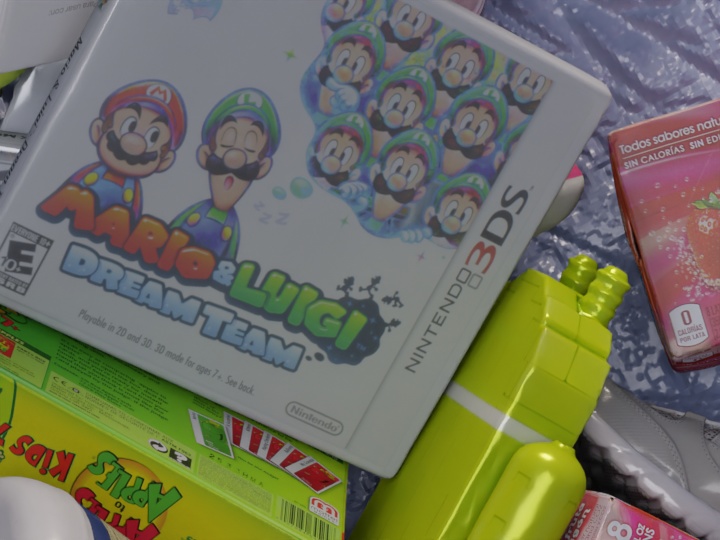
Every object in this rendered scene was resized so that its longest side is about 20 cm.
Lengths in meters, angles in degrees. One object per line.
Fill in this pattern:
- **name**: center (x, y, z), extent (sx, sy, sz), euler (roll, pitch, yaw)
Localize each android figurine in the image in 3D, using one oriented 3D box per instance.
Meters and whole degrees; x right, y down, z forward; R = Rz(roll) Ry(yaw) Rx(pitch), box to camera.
- **android figurine**: center (0.044, 0.082, 1.101), extent (0.041, 0.182, 0.201), euler (30, 88, -11)

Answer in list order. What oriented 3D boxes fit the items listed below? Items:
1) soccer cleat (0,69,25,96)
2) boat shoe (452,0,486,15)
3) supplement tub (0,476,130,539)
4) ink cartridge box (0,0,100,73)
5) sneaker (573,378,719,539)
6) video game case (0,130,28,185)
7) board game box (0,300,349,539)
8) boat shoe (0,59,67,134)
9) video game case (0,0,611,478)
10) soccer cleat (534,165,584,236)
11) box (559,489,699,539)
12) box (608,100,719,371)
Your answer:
- **soccer cleat**: center (-0.206, -0.125, 1.159), extent (0.200, 0.084, 0.065), euler (28, 71, 41)
- **boat shoe**: center (-0.047, -0.116, 1.187), extent (0.198, 0.065, 0.074), euler (-12, 83, 6)
- **supplement tub**: center (-0.089, 0.183, 1.010), extent (0.200, 0.144, 0.145), euler (40, 90, -27)
- **ink cartridge box**: center (-0.136, -0.196, 1.055), extent (0.145, 0.084, 0.201), euler (38, 127, 30)
- **sneaker**: center (0.170, 0.092, 1.147), extent (0.199, 0.075, 0.082), euler (31, 75, 2)
- **video game case**: center (-0.099, 0.048, 1.146), extent (0.180, 0.023, 0.202), euler (7, 109, -2)
- **board game box**: center (-0.101, 0.062, 1.086), extent (0.199, 0.102, 0.048), euler (30, 107, -9)
- **boat shoe**: center (-0.125, -0.033, 1.175), extent (0.071, 0.068, 0.201), euler (21, 103, -10)
- **video game case**: center (-0.028, -0.034, 1.085), extent (0.199, 0.024, 0.183), euler (26, 102, -21)
- **soccer cleat**: center (0.000, 0.000, 1.175), extent (0.198, 0.070, 0.087), euler (-9, 94, 11)
- **box**: center (0.081, 0.191, 1.055), extent (0.099, 0.095, 0.201), euler (26, 85, -13)
- **box**: center (0.206, -0.032, 1.122), extent (0.199, 0.100, 0.096), euler (-17, 82, 6)
